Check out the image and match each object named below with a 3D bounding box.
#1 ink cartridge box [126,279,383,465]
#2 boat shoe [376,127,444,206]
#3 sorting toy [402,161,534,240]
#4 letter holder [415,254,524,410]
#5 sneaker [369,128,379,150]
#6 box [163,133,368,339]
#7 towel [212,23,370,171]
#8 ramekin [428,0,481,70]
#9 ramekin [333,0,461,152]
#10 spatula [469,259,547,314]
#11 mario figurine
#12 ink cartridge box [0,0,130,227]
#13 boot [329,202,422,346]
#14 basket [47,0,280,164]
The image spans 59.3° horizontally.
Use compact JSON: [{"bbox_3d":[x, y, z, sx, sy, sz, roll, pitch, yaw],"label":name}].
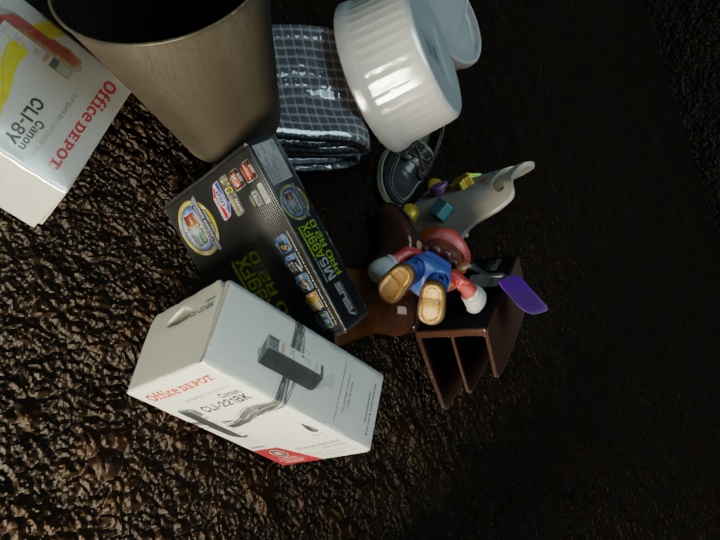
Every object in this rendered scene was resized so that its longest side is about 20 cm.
[{"bbox_3d":[-0.099,0.108,0.612,0.199,0.143,0.085,36,50,-30],"label":"ink cartridge box"},{"bbox_3d":[0.083,-0.179,0.986,0.072,0.064,0.201,48,46,-22],"label":"boat shoe"},{"bbox_3d":[0.176,-0.106,0.966,0.108,0.179,0.200,56,42,-12],"label":"sorting toy"},{"bbox_3d":[0.172,0.091,0.905,0.200,0.099,0.144,-49,127,-52],"label":"letter holder"},{"bbox_3d":[0.008,-0.206,0.919,0.198,0.077,0.090,-2,76,-38],"label":"sneaker"},{"bbox_3d":[-0.101,-0.013,0.652,0.044,0.159,0.202,-34,99,-49],"label":"box"},{"bbox_3d":[-0.092,-0.212,0.765,0.197,0.085,0.168,-4,75,-27],"label":"towel"},{"bbox_3d":[0.118,-0.432,1.112,0.201,0.094,0.205,21,58,-38],"label":"ramekin"},{"bbox_3d":[0.055,-0.265,0.814,0.201,0.097,0.203,48,32,-44],"label":"ramekin"},{"bbox_3d":[0.167,-0.002,0.864,0.056,0.021,0.199,-10,36,-44],"label":"spatula"},{"bbox_3d":[0.086,0.020,0.795,0.125,0.105,0.200,61,25,-2],"label":"mario figurine"},{"bbox_3d":[-0.321,-0.160,0.542,0.199,0.083,0.147,38,49,-29],"label":"ink cartridge box"},{"bbox_3d":[0.000,0.000,0.829,0.198,0.068,0.192,-2,86,-48],"label":"boot"},{"bbox_3d":[-0.151,-0.197,0.585,0.200,0.177,0.138,75,12,-69],"label":"basket"}]
